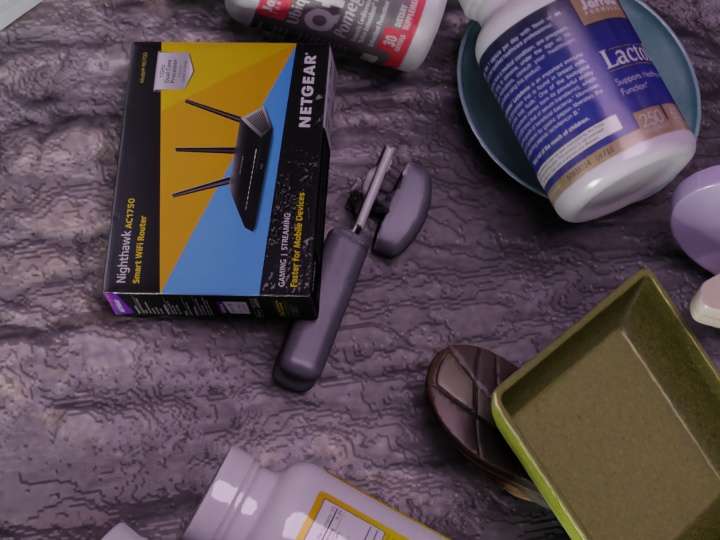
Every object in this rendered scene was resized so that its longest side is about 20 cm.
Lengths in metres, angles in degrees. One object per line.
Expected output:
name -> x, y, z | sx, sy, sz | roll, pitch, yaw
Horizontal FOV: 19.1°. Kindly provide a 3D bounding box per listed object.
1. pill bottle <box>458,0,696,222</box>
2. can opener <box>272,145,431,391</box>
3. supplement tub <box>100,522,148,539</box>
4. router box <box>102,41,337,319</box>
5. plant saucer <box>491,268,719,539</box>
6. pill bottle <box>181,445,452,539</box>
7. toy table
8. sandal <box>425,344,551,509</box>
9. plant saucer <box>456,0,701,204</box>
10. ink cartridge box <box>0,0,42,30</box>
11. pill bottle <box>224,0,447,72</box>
pill bottle -> 0.154, -0.147, 1.579 | 0.115, 0.116, 0.200 | -22, 76, -22
can opener -> 0.000, 0.000, 1.552 | 0.067, 0.053, 0.200 | 23, 66, -5
supplement tub -> -0.118, 0.273, 1.367 | 0.200, 0.132, 0.132 | 40, 64, 4
router box -> -0.098, -0.065, 1.527 | 0.149, 0.051, 0.201 | 1, 66, 7
plant saucer -> 0.191, 0.130, 1.518 | 0.200, 0.048, 0.200 | -35, 92, -40
pill bottle -> -0.017, 0.197, 1.440 | 0.200, 0.104, 0.104 | 29, 64, -2
toy table -> 0.326, 0.010, 1.584 | 0.199, 0.184, 0.117 | 8, 50, -3
sandal -> 0.123, 0.129, 1.539 | 0.200, 0.055, 0.082 | 31, 59, -18
plant saucer -> 0.166, -0.134, 1.661 | 0.199, 0.036, 0.201 | 5, 68, -13
ink cartridge box -> -0.253, -0.223, 1.503 | 0.200, 0.174, 0.044 | -40, 83, -25
pill bottle -> -0.037, -0.227, 1.601 | 0.199, 0.111, 0.111 | 16, 66, -9
